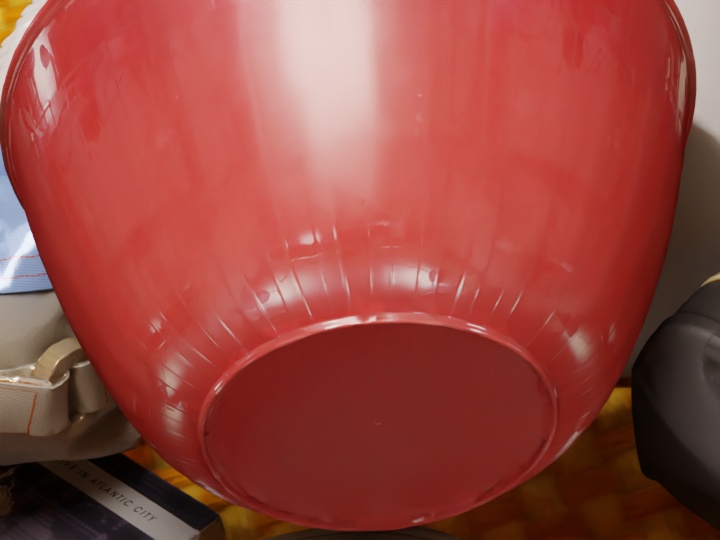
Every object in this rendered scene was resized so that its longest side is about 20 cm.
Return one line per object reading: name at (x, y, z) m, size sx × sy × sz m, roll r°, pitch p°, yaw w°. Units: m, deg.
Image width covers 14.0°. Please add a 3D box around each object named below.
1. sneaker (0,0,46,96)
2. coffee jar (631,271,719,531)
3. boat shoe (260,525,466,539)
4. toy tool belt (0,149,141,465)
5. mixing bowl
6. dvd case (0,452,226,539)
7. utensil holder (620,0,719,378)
sneaker at (-0.037, -0.081, 1.074) m, size 0.129 × 0.080 × 0.199 m, roll 9°, pitch 31°, yaw 42°
coffee jar at (0.176, 0.011, 0.866) m, size 0.200 × 0.086 × 0.104 m, roll -36°, pitch 47°, yaw -27°
boat shoe at (0.041, 0.110, 0.803) m, size 0.199 × 0.062 × 0.075 m, roll -2°, pitch 33°, yaw 13°
toy tool belt at (-0.105, -0.006, 0.919) m, size 0.199 × 0.124 × 0.125 m, roll -5°, pitch 17°, yaw -12°
mixing bowl at (0.000, 0.000, 0.795) m, size 0.199 × 0.201 × 0.109 m, roll -10°, pitch 52°, yaw 7°
dvd case at (-0.161, 0.109, 0.918) m, size 0.200 × 0.016 × 0.148 m, roll -36°, pitch 39°, yaw -26°
utensil holder at (0.059, -0.089, 0.949) m, size 0.169 × 0.170 × 0.201 m, roll -3°, pitch 49°, yaw 16°
